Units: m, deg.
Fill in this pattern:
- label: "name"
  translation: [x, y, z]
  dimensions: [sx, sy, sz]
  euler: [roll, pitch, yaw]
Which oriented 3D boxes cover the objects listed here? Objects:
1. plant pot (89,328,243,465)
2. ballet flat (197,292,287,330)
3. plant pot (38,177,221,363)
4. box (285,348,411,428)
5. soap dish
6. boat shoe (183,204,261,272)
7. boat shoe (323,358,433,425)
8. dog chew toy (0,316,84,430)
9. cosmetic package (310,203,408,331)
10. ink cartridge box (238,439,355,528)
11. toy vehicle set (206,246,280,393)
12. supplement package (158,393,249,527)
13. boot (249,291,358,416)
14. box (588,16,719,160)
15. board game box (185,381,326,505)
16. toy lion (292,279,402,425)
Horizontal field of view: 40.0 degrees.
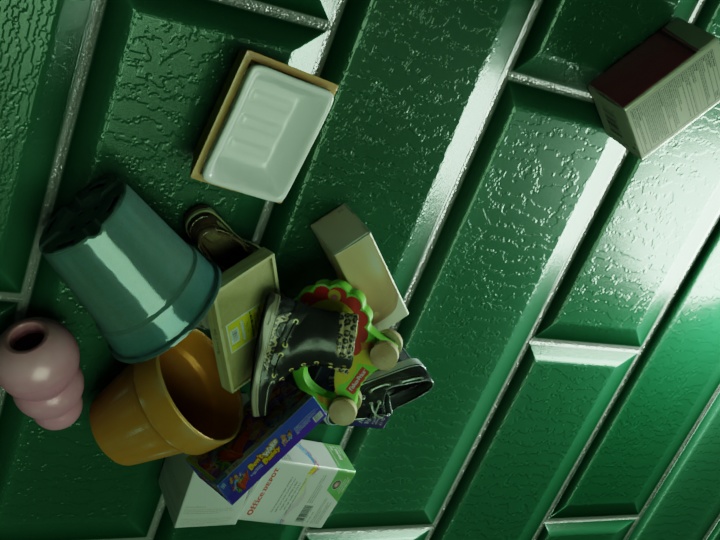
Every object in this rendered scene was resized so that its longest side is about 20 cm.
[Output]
- label: "plant pot"
  translation: [-0.316, 0.213, 1.552]
  dimensions: [0.182, 0.201, 0.200]
  euler: [-30, 135, 21]
- label: "ballet flat"
  translation: [-0.197, 0.071, 1.592]
  dimensions: [0.198, 0.071, 0.070]
  euler: [0, 123, -29]
- label: "plant pot"
  translation: [-0.332, -0.010, 1.392]
  dimensions: [0.200, 0.200, 0.197]
  euler: [-36, 123, -1]
- label: "box"
  translation: [-0.028, 0.186, 1.745]
  dimensions: [0.199, 0.104, 0.149]
  euler: [9, 118, -34]
- label: "soap dish"
  translation: [-0.142, -0.207, 1.419]
  dimensions: [0.156, 0.081, 0.201]
  euler: [14, 114, -35]
- label: "boat shoe"
  translation: [-0.195, -0.015, 1.529]
  dimensions: [0.075, 0.075, 0.202]
  euler: [-44, 132, 6]
- label: "boat shoe"
  translation: [0.031, 0.219, 1.684]
  dimensions: [0.198, 0.068, 0.072]
  euler: [-21, 130, -14]
- label: "dog chew toy"
  translation: [-0.470, 0.164, 1.478]
  dimensions: [0.124, 0.125, 0.201]
  euler: [-20, 137, -15]
- label: "cosmetic package"
  translation: [0.000, 0.000, 1.630]
  dimensions: [0.071, 0.105, 0.201]
  euler: [-33, 130, -6]
- label: "ink cartridge box"
  translation: [-0.133, 0.393, 1.845]
  dimensions: [0.199, 0.084, 0.146]
  euler: [17, 112, -37]
- label: "toy vehicle set"
  translation: [-0.174, 0.078, 1.524]
  dimensions: [0.124, 0.026, 0.201]
  euler: [-34, 135, -34]
- label: "supplement package"
  translation: [-0.256, 0.326, 1.705]
  dimensions: [0.119, 0.121, 0.201]
  euler: [5, 120, -31]
- label: "boot"
  translation: [-0.090, 0.139, 1.522]
  dimensions: [0.149, 0.073, 0.202]
  euler: [9, 103, -8]
- label: "box"
  translation: [0.511, -0.311, 1.690]
  dimensions: [0.199, 0.109, 0.128]
  euler: [-37, 132, -2]
- label: "board game box"
  translation: [-0.166, 0.264, 1.561]
  dimensions: [0.200, 0.134, 0.045]
  euler: [-42, 116, -20]
- label: "toy lion"
  translation: [-0.043, 0.121, 1.592]
  dimensions: [0.191, 0.069, 0.201]
  euler: [34, 111, -1]
